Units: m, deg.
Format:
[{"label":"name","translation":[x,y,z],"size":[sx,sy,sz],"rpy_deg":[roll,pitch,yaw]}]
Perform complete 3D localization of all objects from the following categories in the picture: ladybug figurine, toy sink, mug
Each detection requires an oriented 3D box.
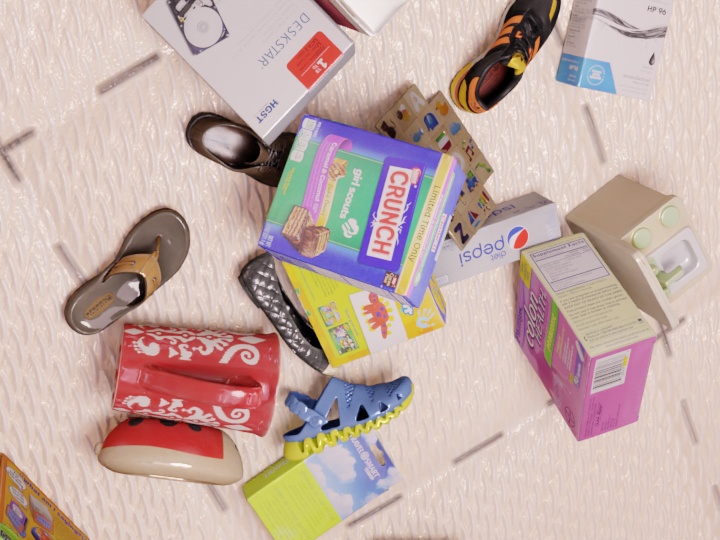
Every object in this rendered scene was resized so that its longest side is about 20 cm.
[{"label":"ladybug figurine","translation":[-0.245,0.234,1.357],"size":[0.197,0.135,0.073],"rpy_deg":[13,74,-26]},{"label":"toy sink","translation":[0.391,-0.031,1.421],"size":[0.111,0.200,0.131],"rpy_deg":[-37,113,-2]},{"label":"mug","translation":[-0.205,0.125,1.314],"size":[0.197,0.178,0.135],"rpy_deg":[9,65,-14]}]

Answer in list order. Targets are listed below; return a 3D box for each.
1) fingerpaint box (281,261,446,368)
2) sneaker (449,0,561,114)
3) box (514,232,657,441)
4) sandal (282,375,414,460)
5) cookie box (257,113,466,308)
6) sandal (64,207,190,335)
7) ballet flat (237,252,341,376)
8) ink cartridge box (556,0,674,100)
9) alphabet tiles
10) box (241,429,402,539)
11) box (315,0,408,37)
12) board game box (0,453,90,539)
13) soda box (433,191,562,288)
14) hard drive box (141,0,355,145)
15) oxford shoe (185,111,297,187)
[{"label":"fingerpaint box","translation":[0.000,0.000,1.347],"size":[0.165,0.074,0.202],"rpy_deg":[-21,108,13]},{"label":"sneaker","translation":[0.202,-0.282,1.344],"size":[0.070,0.090,0.201],"rpy_deg":[37,94,-23]},{"label":"box","translation":[0.294,0.088,1.399],"size":[0.095,0.201,0.177],"rpy_deg":[-15,137,-11]},{"label":"sandal","translation":[-0.023,0.181,1.400],"size":[0.197,0.079,0.088],"rpy_deg":[-22,93,-2]},{"label":"cookie box","translation":[0.002,-0.071,1.229],"size":[0.197,0.075,0.174],"rpy_deg":[18,84,20]},{"label":"sandal","translation":[-0.289,0.009,1.305],"size":[0.199,0.055,0.082],"rpy_deg":[-40,114,-1]},{"label":"ballet flat","translation":[-0.084,0.064,1.376],"size":[0.056,0.067,0.201],"rpy_deg":[-35,113,8]},{"label":"ink cartridge box","translation":[0.344,-0.338,1.382],"size":[0.114,0.068,0.203],"rpy_deg":[6,105,-19]},{"label":"alphabet tiles","translation":[0.100,-0.133,1.347],"size":[0.201,0.006,0.167],"rpy_deg":[53,52,-18]},{"label":"box","translation":[-0.053,0.299,1.472],"size":[0.199,0.048,0.123],"rpy_deg":[-33,113,-5]},{"label":"box","translation":[-0.007,-0.359,1.196],"size":[0.109,0.200,0.128],"rpy_deg":[41,92,-24]},{"label":"board game box","translation":[-0.459,0.399,1.296],"size":[0.199,0.200,0.201],"rpy_deg":[-37,114,-2]},{"label":"soda box","translation":[0.170,-0.042,1.422],"size":[0.197,0.068,0.064],"rpy_deg":[-19,111,-11]},{"label":"hard drive box","translation":[-0.127,-0.274,1.215],"size":[0.200,0.077,0.156],"rpy_deg":[44,91,-1]},{"label":"oxford shoe","translation":[-0.116,-0.138,1.297],"size":[0.197,0.084,0.074],"rpy_deg":[11,102,-21]}]
